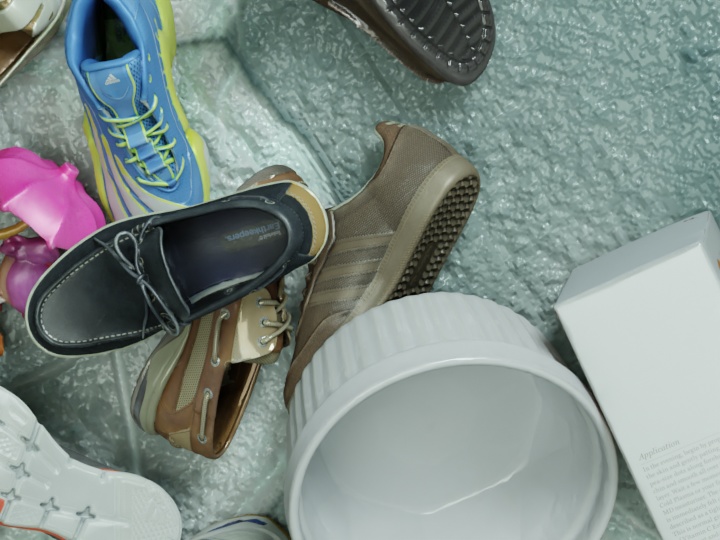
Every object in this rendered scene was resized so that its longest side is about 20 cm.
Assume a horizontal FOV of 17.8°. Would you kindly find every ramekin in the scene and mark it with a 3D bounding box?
[{"bbox_3d":[0.047,0.108,1.380,0.199,0.105,0.201,-5,122,-9],"label":"ramekin"}]

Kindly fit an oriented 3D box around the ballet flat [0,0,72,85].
[{"bbox_3d":[-0.224,-0.138,1.393,0.067,0.062,0.200,40,75,-25],"label":"ballet flat"}]

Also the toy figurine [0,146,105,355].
[{"bbox_3d":[-0.248,0.001,1.447,0.183,0.150,0.201,-11,120,3],"label":"toy figurine"}]

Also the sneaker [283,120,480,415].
[{"bbox_3d":[0.000,0.000,1.432,0.075,0.070,0.200,41,108,27],"label":"sneaker"}]

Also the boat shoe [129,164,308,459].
[{"bbox_3d":[-0.073,0.029,1.431,0.072,0.076,0.201,33,115,20],"label":"boat shoe"}]

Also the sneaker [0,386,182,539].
[{"bbox_3d":[-0.212,0.134,1.463,0.200,0.082,0.077,33,76,-11],"label":"sneaker"}]

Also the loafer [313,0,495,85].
[{"bbox_3d":[0.000,-0.188,1.395,0.200,0.071,0.073,45,61,-7],"label":"loafer"}]

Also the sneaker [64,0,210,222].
[{"bbox_3d":[-0.146,-0.093,1.410,0.075,0.105,0.201,-11,97,12],"label":"sneaker"}]

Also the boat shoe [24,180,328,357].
[{"bbox_3d":[-0.115,0.000,1.367,0.199,0.062,0.075,-20,95,15],"label":"boat shoe"}]

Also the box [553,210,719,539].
[{"bbox_3d":[0.204,0.080,1.368,0.097,0.124,0.201,-24,95,14],"label":"box"}]

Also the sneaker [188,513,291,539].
[{"bbox_3d":[-0.138,0.220,1.474,0.199,0.088,0.075,-31,95,15],"label":"sneaker"}]
